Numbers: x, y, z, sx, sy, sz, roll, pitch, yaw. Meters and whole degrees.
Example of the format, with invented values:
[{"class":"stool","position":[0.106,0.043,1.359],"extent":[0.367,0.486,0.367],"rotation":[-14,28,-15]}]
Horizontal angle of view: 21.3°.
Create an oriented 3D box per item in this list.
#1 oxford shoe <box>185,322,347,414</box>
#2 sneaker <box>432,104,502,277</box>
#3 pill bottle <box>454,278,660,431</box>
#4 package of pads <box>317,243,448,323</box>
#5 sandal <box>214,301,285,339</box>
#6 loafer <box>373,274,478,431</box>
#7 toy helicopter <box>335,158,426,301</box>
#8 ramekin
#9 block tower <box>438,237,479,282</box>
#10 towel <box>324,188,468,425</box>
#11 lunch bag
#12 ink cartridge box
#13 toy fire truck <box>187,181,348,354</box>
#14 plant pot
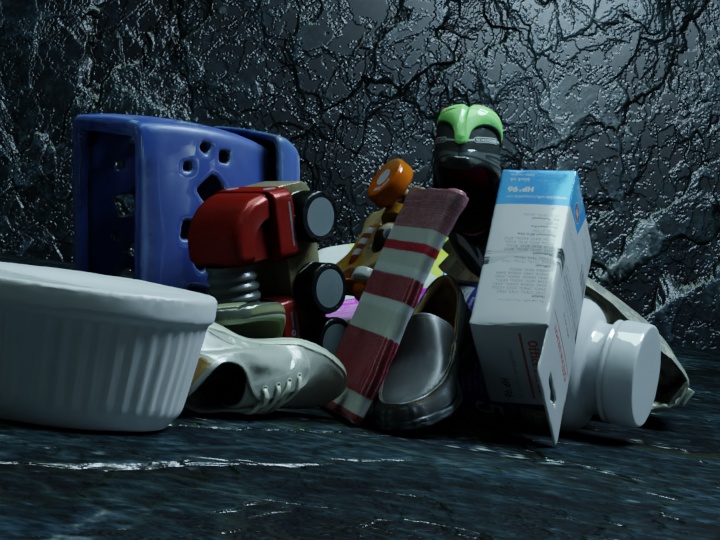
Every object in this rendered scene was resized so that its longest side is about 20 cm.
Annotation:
[{"class":"oxford shoe","position":[-0.080,0.086,1.463],"extent":[0.200,0.075,0.058],"rotation":[18,32,-50]},{"class":"sneaker","position":[0.094,-0.053,1.650],"extent":[0.076,0.084,0.200],"rotation":[1,-40,19]},{"class":"pill bottle","position":[0.156,0.078,1.684],"extent":[0.199,0.120,0.120],"rotation":[8,2,24]},{"class":"package of pads","position":[0.038,0.027,1.865],"extent":[0.199,0.068,0.155],"rotation":[-8,30,16]},{"class":"sandal","position":[-0.097,0.069,1.534],"extent":[0.079,0.058,0.201],"rotation":[-5,-21,-1]},{"class":"loafer","position":[0.049,0.068,1.552],"extent":[0.072,0.073,0.200],"rotation":[-3,20,13]},{"class":"toy helicopter","position":[0.000,0.000,1.755],"extent":[0.079,0.133,0.200],"rotation":[38,-55,-22]},{"class":"ramekin","position":[-0.203,0.051,1.307],"extent":[0.201,0.095,0.202],"rotation":[9,2,0]},{"class":"block tower","position":[0.160,0.034,1.767],"extent":[0.200,0.054,0.058],"rotation":[45,33,4]},{"class":"towel","position":[0.025,0.026,1.560],"extent":[0.023,0.201,0.144],"rotation":[25,-3,-12]},{"class":"lunch bag","position":[0.235,0.080,1.912],"extent":[0.199,0.118,0.164],"rotation":[31,3,5]},{"class":"ink cartridge box","position":[0.139,0.030,1.571],"extent":[0.068,0.201,0.116],"rotation":[2,-37,17]},{"class":"toy fire truck","position":[-0.125,0.022,1.673],"extent":[0.128,0.177,0.200],"rotation":[3,14,42]},{"class":"plant pot","position":[-0.165,-0.050,1.851],"extent":[0.179,0.201,0.200],"rotation":[-2,8,-26]}]
